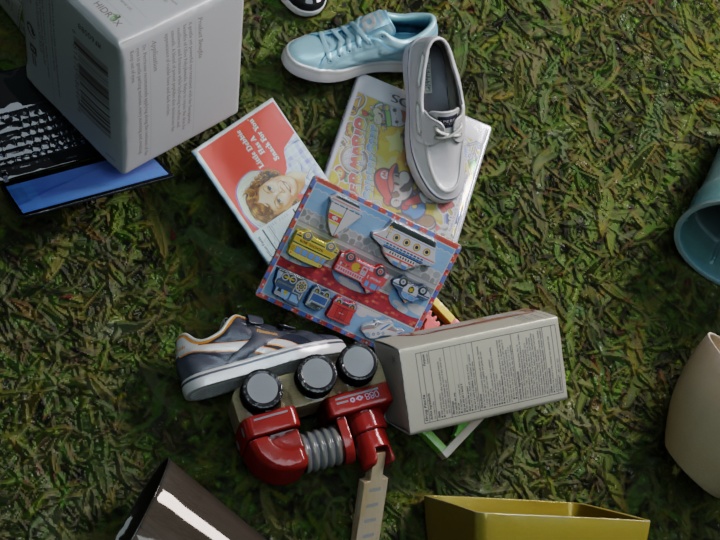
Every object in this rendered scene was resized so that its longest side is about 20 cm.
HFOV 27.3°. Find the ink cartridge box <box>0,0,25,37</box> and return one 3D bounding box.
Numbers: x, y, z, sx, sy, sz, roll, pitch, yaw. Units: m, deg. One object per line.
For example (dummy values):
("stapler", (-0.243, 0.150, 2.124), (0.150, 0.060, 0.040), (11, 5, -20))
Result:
("ink cartridge box", (-0.379, -0.386, 1.725), (0.148, 0.076, 0.200), (-38, 89, -21))

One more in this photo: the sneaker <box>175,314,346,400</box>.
("sneaker", (-0.113, 0.086, 1.676), (0.199, 0.078, 0.080), (-10, 68, -24))

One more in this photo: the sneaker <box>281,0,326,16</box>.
("sneaker", (-0.078, -0.419, 1.798), (0.073, 0.112, 0.201), (-10, 79, -17))

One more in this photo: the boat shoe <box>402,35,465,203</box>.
("boat shoe", (0.091, -0.179, 1.764), (0.073, 0.065, 0.201), (-14, 96, -19))

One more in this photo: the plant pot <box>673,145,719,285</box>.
("plant pot", (0.514, -0.101, 1.847), (0.200, 0.200, 0.197), (28, 63, -7))

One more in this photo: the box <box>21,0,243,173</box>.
("box", (-0.251, -0.262, 1.622), (0.171, 0.199, 0.200), (-32, 62, -28))

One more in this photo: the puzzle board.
("puzzle board", (0.000, 0.000, 1.683), (0.199, 0.017, 0.151), (25, 98, -22))

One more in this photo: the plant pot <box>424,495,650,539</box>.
("plant pot", (0.184, 0.349, 1.638), (0.199, 0.200, 0.177), (6, 85, -14))

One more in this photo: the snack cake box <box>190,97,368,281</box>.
("snack cake box", (-0.093, -0.083, 1.718), (0.115, 0.067, 0.200), (-34, 87, -3))

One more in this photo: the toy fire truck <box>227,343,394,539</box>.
("toy fire truck", (-0.041, 0.208, 1.655), (0.175, 0.129, 0.201), (-14, 70, -18))

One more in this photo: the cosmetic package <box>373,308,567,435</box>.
("cosmetic package", (0.126, 0.113, 1.697), (0.199, 0.087, 0.104), (-9, 98, -19))

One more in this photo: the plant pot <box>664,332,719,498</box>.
("plant pot", (0.442, 0.192, 1.762), (0.200, 0.200, 0.135), (41, 105, -2))

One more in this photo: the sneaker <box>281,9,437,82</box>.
("sneaker", (0.001, -0.284, 1.793), (0.199, 0.082, 0.074), (-11, 54, -23))

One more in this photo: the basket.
("basket", (-0.163, 0.325, 1.575), (0.199, 0.136, 0.181), (31, 72, -10))

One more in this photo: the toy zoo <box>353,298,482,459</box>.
("toy zoo", (0.073, 0.106, 1.752), (0.131, 0.020, 0.200), (-43, 90, -21))

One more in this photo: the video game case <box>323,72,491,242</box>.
("video game case", (0.051, -0.119, 1.804), (0.181, 0.023, 0.201), (21, 72, -9))

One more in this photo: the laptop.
("laptop", (-0.328, -0.160, 1.666), (0.176, 0.103, 0.201), (-16, 81, -19))
